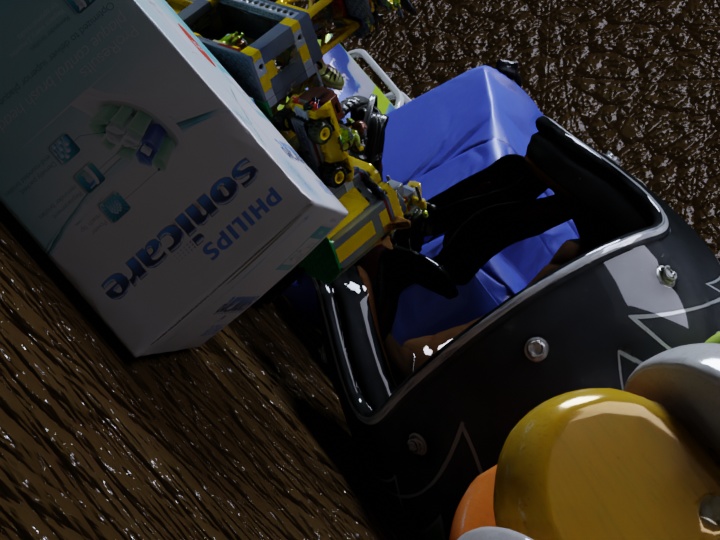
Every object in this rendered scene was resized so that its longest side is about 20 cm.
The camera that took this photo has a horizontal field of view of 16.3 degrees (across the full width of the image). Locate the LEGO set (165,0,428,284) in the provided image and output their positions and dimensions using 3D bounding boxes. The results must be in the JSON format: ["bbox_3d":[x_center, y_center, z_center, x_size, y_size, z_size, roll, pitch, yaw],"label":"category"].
[{"bbox_3d":[-0.037,-0.094,1.071,0.200,0.116,0.154,16,-42,49],"label":"LEGO set"}]

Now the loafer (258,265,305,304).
[{"bbox_3d":[-0.047,-0.031,1.231,0.071,0.073,0.200,49,4,3],"label":"loafer"}]

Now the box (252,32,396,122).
[{"bbox_3d":[-0.009,-0.048,1.538,0.048,0.122,0.200,-15,-53,45],"label":"box"}]

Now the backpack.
[{"bbox_3d":[0.064,0.023,1.374,0.200,0.162,0.168,45,34,-36],"label":"backpack"}]

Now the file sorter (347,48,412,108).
[{"bbox_3d":[0.026,-0.032,1.690,0.200,0.125,0.139,46,4,-27],"label":"file sorter"}]

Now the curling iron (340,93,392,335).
[{"bbox_3d":[0.000,0.000,1.197,0.026,0.050,0.200,14,-45,18],"label":"curling iron"}]

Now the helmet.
[{"bbox_3d":[0.084,0.047,1.114,0.200,0.200,0.191,44,9,-44],"label":"helmet"}]

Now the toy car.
[{"bbox_3d":[0.115,0.142,0.945,0.200,0.175,0.150,48,-33,5],"label":"toy car"}]

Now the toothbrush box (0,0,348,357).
[{"bbox_3d":[-0.104,-0.069,0.916,0.200,0.085,0.146,50,3,4],"label":"toothbrush box"}]

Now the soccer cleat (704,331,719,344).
[{"bbox_3d":[0.166,0.119,1.037,0.084,0.065,0.200,-27,109,-67],"label":"soccer cleat"}]
